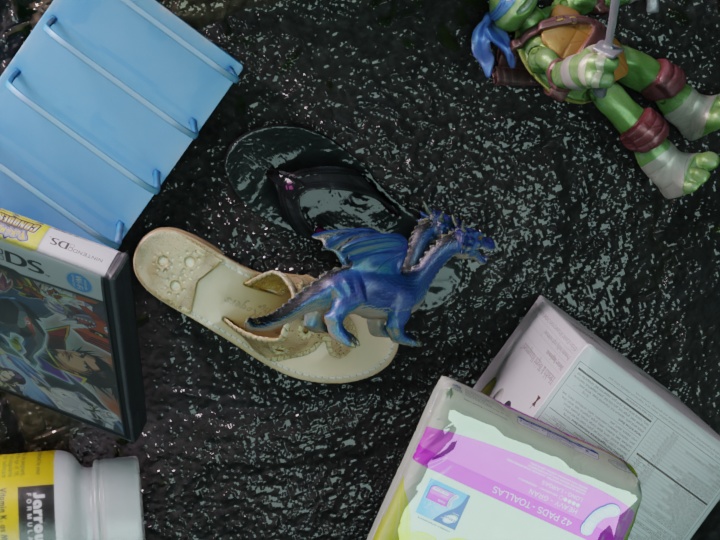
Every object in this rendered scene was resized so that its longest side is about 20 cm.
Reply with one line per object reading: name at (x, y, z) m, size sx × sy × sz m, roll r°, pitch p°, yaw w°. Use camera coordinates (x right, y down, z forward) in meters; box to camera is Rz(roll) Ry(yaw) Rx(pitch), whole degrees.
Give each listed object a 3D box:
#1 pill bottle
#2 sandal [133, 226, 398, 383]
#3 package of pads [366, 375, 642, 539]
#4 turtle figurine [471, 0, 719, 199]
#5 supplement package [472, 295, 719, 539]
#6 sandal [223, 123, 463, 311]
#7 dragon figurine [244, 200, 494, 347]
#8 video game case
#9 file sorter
pill bottle at (-0.255, 0.190, 1.429) m, size 0.198 × 0.114 × 0.116 m, roll -5°, pitch 101°, yaw -5°
sandal at (-0.068, 0.033, 1.442) m, size 0.210 × 0.070 × 0.078 m, roll 24°, pitch 97°, yaw -10°
package of pads at (0.082, 0.192, 1.295) m, size 0.153 × 0.068 × 0.202 m, roll 25°, pitch 97°, yaw -4°
turtle figurine at (0.197, -0.160, 1.394) m, size 0.194 × 0.144 × 0.200 m, roll 41°, pitch 106°, yaw -19°
supplement package at (0.141, 0.153, 1.424) m, size 0.147 × 0.191 × 0.201 m, roll 35°, pitch 94°, yaw -9°
sandal at (-0.008, -0.041, 1.446) m, size 0.199 × 0.048 × 0.076 m, roll 32°, pitch 96°, yaw -12°
dragon figurine at (0.000, 0.000, 1.402) m, size 0.198 × 0.059 × 0.101 m, roll 2°, pitch 98°, yaw -28°
video game case at (-0.235, 0.027, 1.351) m, size 0.179 × 0.201 × 0.026 m, roll 19°, pitch 55°, yaw 12°
file sorter at (-0.192, -0.097, 1.379) m, size 0.138 × 0.123 × 0.201 m, roll 35°, pitch 95°, yaw -10°
